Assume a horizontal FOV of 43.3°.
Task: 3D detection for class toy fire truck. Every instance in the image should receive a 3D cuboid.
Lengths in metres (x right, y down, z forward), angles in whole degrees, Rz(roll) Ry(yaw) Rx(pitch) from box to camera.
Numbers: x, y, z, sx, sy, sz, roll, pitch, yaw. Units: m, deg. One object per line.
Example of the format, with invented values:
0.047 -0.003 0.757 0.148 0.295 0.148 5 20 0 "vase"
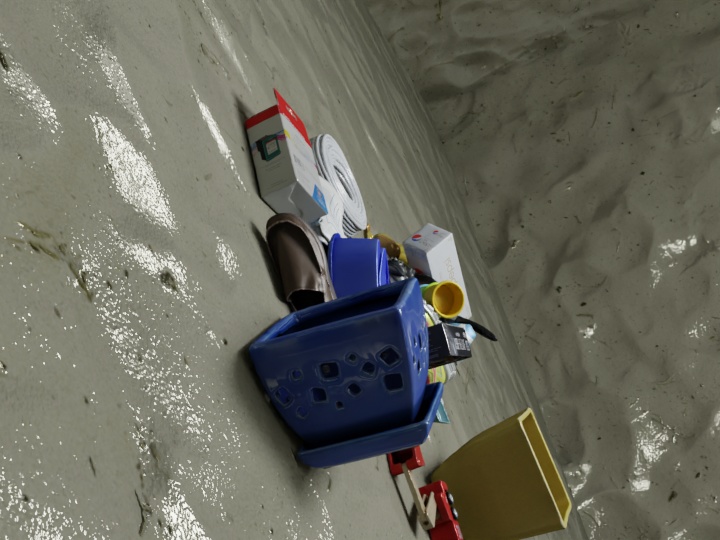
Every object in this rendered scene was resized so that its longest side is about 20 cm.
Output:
0.111 0.380 1.446 0.141 0.049 0.201 40 29 -59 "toy fire truck"

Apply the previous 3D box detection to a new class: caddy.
-0.013 0.039 1.422 0.141 0.104 0.201 47 40 -74 "caddy"

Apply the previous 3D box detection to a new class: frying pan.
0.150 0.082 1.580 0.190 0.031 0.115 47 -24 16 "frying pan"

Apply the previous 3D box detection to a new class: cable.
-0.053 -0.153 1.685 0.200 0.069 0.200 58 16 -30 "cable"

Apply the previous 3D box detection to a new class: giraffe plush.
0.096 -0.008 1.711 0.200 0.161 0.173 -118 -155 -65 "giraffe plush"

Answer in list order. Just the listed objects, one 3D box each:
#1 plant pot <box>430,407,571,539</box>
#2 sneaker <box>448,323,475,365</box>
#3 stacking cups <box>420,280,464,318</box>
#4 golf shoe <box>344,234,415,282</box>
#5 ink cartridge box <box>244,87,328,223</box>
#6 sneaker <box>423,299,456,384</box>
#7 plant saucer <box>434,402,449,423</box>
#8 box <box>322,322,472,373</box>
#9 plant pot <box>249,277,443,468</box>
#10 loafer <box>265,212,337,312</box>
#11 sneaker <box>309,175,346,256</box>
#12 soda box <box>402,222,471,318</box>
0.241 0.379 1.618 0.195 0.199 0.195 68 15 9 "plant pot"
0.148 0.142 1.568 0.200 0.072 0.072 119 -49 -69 "sneaker"
0.098 0.051 1.512 0.061 0.060 0.200 63 -23 -9 "stacking cups"
0.000 0.000 1.574 0.078 0.095 0.200 26 2 -43 "golf shoe"
-0.124 -0.183 1.474 0.116 0.067 0.201 46 24 -55 "ink cartridge box"
0.084 0.120 1.436 0.078 0.090 0.201 11 -46 53 "sneaker"
0.099 0.167 1.539 0.070 0.019 0.201 30 38 -67 "plant saucer"
0.050 0.130 1.323 0.158 0.199 0.050 18 55 -71 "box"
-0.002 0.132 1.153 0.200 0.199 0.181 -42 114 -75 "plant pot"
-0.079 0.011 1.302 0.201 0.073 0.071 64 13 -6 "loafer"
-0.064 -0.076 1.519 0.201 0.074 0.087 67 19 8 "sneaker"
0.139 0.019 1.624 0.064 0.068 0.201 28 -34 43 "soda box"
